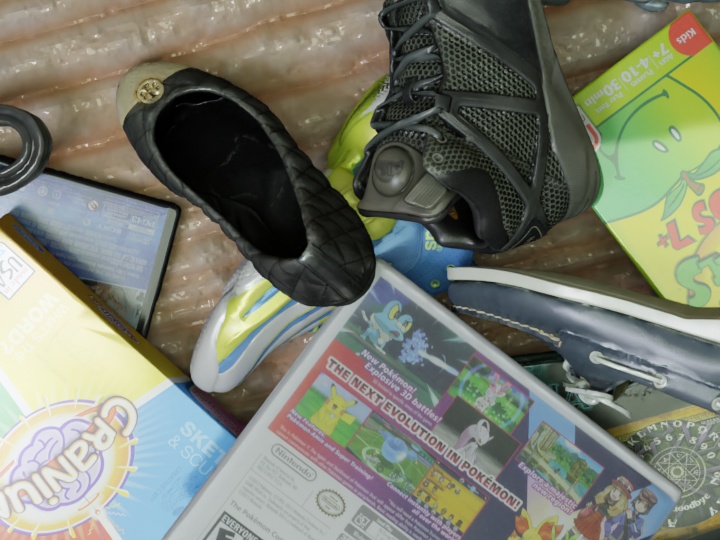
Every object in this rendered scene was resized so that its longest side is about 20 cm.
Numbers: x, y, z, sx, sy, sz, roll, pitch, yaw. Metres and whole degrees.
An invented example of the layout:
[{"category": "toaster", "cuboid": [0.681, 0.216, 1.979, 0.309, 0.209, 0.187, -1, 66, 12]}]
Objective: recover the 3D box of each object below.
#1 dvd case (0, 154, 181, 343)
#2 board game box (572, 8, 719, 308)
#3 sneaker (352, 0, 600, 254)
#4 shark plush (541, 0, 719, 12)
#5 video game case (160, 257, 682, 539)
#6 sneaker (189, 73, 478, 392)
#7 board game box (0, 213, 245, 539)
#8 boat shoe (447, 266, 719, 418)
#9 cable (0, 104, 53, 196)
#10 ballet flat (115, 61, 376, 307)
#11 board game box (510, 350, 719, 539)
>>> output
[{"category": "dvd case", "cuboid": [-0.189, 0.042, 1.160, 0.143, 0.018, 0.200, 15, 98, -3]}, {"category": "board game box", "cuboid": [0.189, -0.023, 1.114, 0.102, 0.048, 0.200, -37, 84, 5]}, {"category": "sneaker", "cuboid": [0.036, -0.096, 1.052, 0.114, 0.076, 0.200, -32, 107, -36]}, {"category": "shark plush", "cuboid": [0.148, -0.152, 1.097, 0.200, 0.083, 0.091, 27, 98, -4]}, {"category": "video game case", "cuboid": [0.032, 0.124, 1.084, 0.200, 0.023, 0.182, 38, 82, -4]}, {"category": "sneaker", "cuboid": [0.000, 0.000, 1.125, 0.105, 0.076, 0.200, 36, 96, -6]}, {"category": "board game box", "cuboid": [-0.164, 0.093, 1.138, 0.200, 0.040, 0.153, 42, 97, -6]}, {"category": "boat shoe", "cuboid": [0.134, 0.040, 1.072, 0.200, 0.075, 0.062, 13, 98, 14]}, {"category": "cable", "cuboid": [-0.257, -0.040, 1.134, 0.200, 0.050, 0.097, -31, 77, 3]}, {"category": "ballet flat", "cuboid": [-0.061, -0.053, 1.081, 0.066, 0.057, 0.200, -47, 54, -2]}, {"category": "board game box", "cuboid": [0.140, 0.106, 1.164, 0.200, 0.028, 0.135, -7, 98, 2]}]
